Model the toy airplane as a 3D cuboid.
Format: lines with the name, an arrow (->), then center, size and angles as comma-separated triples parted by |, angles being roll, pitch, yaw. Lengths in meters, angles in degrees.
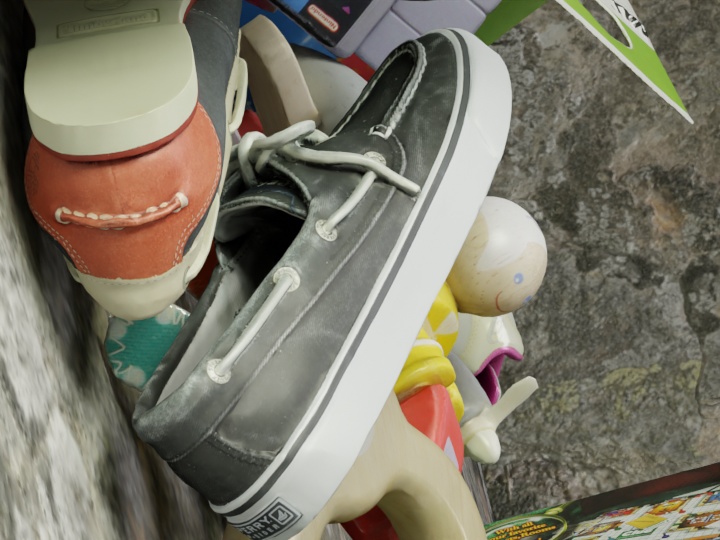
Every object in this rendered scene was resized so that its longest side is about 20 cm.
toy airplane -> 0.000, 0.000, 0.966 | 0.200, 0.140, 0.201 | -60, 134, -84

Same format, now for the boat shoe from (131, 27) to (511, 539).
boat shoe -> -0.015, -0.013, 0.774 | 0.068, 0.073, 0.200 | 39, 54, -17

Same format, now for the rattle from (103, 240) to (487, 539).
rattle -> 0.019, 0.074, 0.793 | 0.142, 0.130, 0.202 | 3, -69, 53

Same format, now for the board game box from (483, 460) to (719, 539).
board game box -> 0.061, 0.118, 0.945 | 0.105, 0.198, 0.024 | -91, 164, -72

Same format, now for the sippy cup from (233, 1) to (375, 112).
sippy cup -> -0.026, -0.098, 1.145 | 0.178, 0.140, 0.130 | 47, -2, 33

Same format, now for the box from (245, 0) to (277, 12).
box -> -0.029, -0.211, 0.939 | 0.201, 0.095, 0.100 | -61, -167, 17

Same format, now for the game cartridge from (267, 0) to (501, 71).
game cartridge -> -0.017, -0.164, 0.879 | 0.200, 0.130, 0.038 | 38, 4, -20

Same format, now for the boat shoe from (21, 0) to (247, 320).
boat shoe -> -0.066, -0.058, 0.778 | 0.200, 0.071, 0.063 | -94, 174, -62

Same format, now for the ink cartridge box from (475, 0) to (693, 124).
ink cartridge box -> 0.045, -0.144, 1.095 | 0.148, 0.076, 0.201 | 34, 27, -51

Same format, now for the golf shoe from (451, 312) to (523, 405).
golf shoe -> 0.014, 0.044, 1.120 | 0.092, 0.075, 0.200 | 60, -26, 18
